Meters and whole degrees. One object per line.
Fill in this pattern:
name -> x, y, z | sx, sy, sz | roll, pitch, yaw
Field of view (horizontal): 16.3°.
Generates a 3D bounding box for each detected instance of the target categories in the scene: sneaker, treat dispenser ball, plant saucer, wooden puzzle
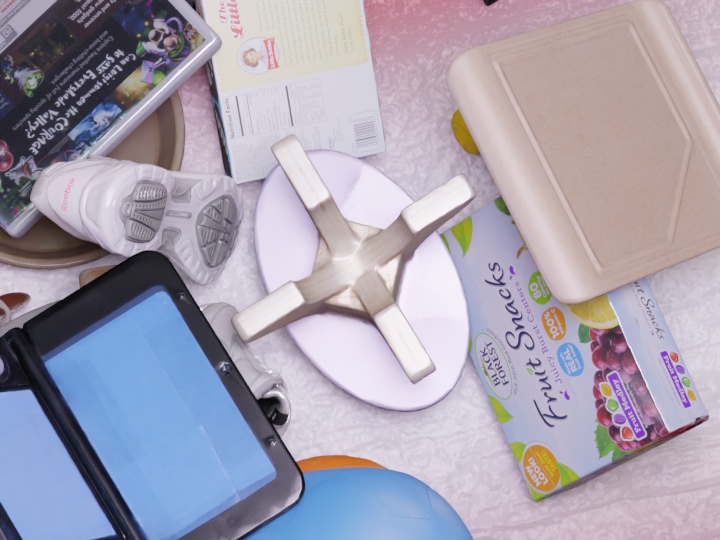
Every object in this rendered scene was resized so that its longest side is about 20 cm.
sneaker -> -0.153, -0.045, 1.714 | 0.099, 0.200, 0.078 | 17, 87, 27
treat dispenser ball -> -0.015, 0.222, 1.646 | 0.200, 0.201, 0.202 | 2, 76, -8
plant saucer -> -0.225, -0.096, 1.784 | 0.199, 0.029, 0.201 | 2, 77, -8
sneaker -> -0.084, 0.085, 1.691 | 0.081, 0.200, 0.075 | -21, 121, 12
wooden puzzle -> 0.168, -0.083, 1.710 | 0.200, 0.037, 0.186 | -21, 80, -35

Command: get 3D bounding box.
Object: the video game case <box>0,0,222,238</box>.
video game case -> -0.228, -0.155, 1.747 | 0.200, 0.023, 0.182 | -43, 80, -1

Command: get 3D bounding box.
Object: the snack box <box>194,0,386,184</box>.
snack box -> -0.055, -0.171, 1.777 | 0.116, 0.037, 0.201 | -12, 107, -11

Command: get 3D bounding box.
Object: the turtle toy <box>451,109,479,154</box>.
turtle toy -> 0.167, -0.088, 1.799 | 0.145, 0.101, 0.200 | -30, 82, -14

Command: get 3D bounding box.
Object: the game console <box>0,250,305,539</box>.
game console -> -0.163, 0.098, 1.561 | 0.116, 0.176, 0.200 | -43, 70, 26

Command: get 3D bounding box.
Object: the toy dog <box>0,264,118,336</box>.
toy dog -> -0.220, 0.051, 1.731 | 0.199, 0.096, 0.132 | 13, 81, 9

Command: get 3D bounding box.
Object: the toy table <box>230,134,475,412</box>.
toy table -> 0.000, 0.000, 1.715 | 0.184, 0.117, 0.200 | -43, 83, -3

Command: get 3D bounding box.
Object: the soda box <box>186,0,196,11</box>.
soda box -> -0.189, -0.262, 1.811 | 0.199, 0.063, 0.071 | 27, 74, -1

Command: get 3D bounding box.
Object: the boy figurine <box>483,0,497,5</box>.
boy figurine -> 0.054, -0.291, 1.853 | 0.124, 0.064, 0.200 | -40, 84, -15

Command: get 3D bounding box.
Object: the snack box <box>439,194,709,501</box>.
snack box -> 0.140, 0.042, 1.743 | 0.053, 0.142, 0.201 | -14, 76, -43
